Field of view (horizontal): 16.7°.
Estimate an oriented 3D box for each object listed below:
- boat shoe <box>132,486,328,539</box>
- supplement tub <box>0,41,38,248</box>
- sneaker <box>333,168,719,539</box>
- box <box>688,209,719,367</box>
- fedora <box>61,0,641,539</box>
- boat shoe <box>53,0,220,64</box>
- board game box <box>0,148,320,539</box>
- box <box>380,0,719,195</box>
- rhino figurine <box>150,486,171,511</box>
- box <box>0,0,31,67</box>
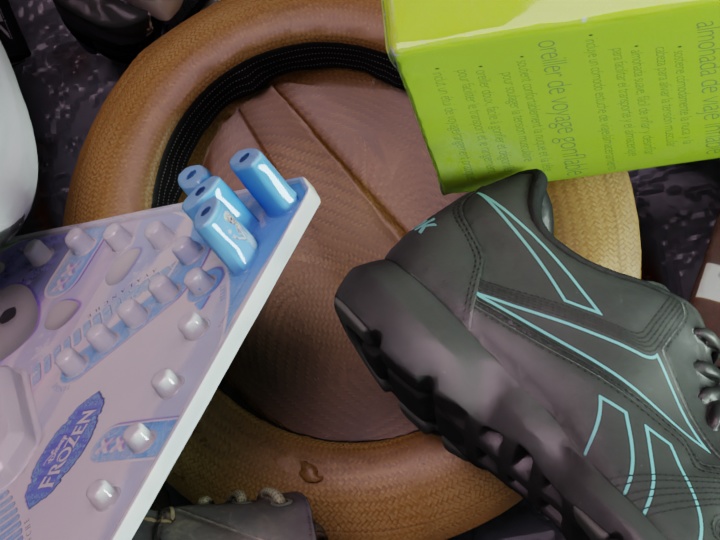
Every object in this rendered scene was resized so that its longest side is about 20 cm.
[{"bbox_3d":[-0.036,0.106,0.738,0.200,0.075,0.073,32,63,12],"label":"boat shoe"},{"bbox_3d":[-0.212,-0.021,0.771,0.200,0.123,0.123,-26,65,22],"label":"supplement tub"},{"bbox_3d":[0.082,0.049,0.700,0.079,0.075,0.200,-41,70,-12],"label":"sneaker"},{"bbox_3d":[0.149,0.038,0.766,0.100,0.075,0.200,14,76,18],"label":"box"},{"bbox_3d":[0.000,0.000,0.813,0.201,0.082,0.201,-3,74,10],"label":"fedora"},{"bbox_3d":[-0.050,-0.159,0.877,0.075,0.093,0.200,30,75,8],"label":"boat shoe"},{"bbox_3d":[-0.127,0.052,0.723,0.200,0.026,0.200,-9,42,43],"label":"board game box"},{"bbox_3d":[0.112,-0.072,0.705,0.200,0.122,0.048,-8,71,7],"label":"box"},{"bbox_3d":[-0.121,0.153,0.795,0.200,0.060,0.087,-44,90,-3],"label":"rhino figurine"},{"bbox_3d":[-0.227,-0.134,0.852,0.161,0.049,0.200,-21,93,12],"label":"box"}]
